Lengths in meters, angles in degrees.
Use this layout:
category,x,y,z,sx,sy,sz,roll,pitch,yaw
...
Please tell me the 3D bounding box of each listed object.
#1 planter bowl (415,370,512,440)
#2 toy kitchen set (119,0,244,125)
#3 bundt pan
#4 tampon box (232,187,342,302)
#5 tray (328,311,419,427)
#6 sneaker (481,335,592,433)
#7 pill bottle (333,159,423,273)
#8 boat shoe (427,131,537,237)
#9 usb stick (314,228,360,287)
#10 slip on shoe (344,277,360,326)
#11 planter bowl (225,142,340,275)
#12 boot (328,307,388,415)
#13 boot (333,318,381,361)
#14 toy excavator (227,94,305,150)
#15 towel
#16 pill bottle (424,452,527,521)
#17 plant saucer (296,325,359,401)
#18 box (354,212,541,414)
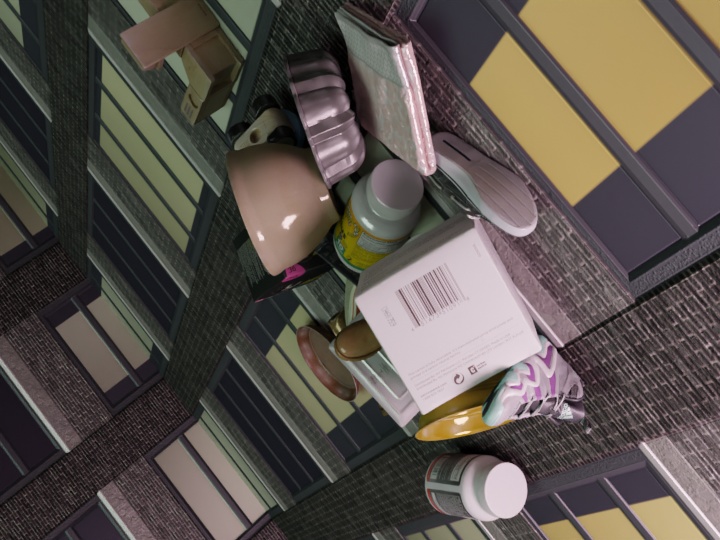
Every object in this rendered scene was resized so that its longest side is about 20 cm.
category,x,y,z,sx,sy,sz,roll,pitch,yaw
planter bowl,0.169,0.192,1.349,0.201,0.196,0.085,121,138,-62
toy kitchen set,-0.343,-0.374,1.557,0.202,0.162,0.180,53,154,1
bundt pan,-0.046,-0.227,1.273,0.202,0.074,0.207,-19,-89,-87
tampon box,-0.123,-0.043,1.579,0.199,0.147,0.129,-30,81,63
tray,0.042,0.174,1.568,0.200,0.107,0.022,46,-171,4
sneaker,0.261,0.185,1.221,0.139,0.199,0.078,41,134,11
pill bottle,0.030,-0.084,1.353,0.113,0.112,0.201,48,154,8
boat shoe,0.160,-0.105,1.169,0.201,0.071,0.072,49,152,31
usb stick,0.000,0.000,1.494,0.199,0.055,0.033,39,-155,-30
slip on shoe,0.008,0.022,1.582,0.075,0.060,0.203,-104,15,-49
planter bowl,-0.110,-0.112,1.360,0.200,0.132,0.204,-22,-90,-87
boot,0.011,0.170,1.670,0.202,0.066,0.175,55,178,-3
boot,0.044,0.069,1.462,0.067,0.172,0.201,62,160,20
toy excavator,-0.147,-0.182,1.532,0.198,0.194,0.101,20,-147,-53
towel,0.031,-0.246,1.188,0.200,0.032,0.194,49,160,51
pill bottle,0.213,0.402,1.628,0.117,0.115,0.199,56,154,-8
plant saucer,-0.066,0.198,1.932,0.199,0.034,0.203,38,149,27
box,0.122,0.055,1.238,0.202,0.196,0.131,58,-167,-12
